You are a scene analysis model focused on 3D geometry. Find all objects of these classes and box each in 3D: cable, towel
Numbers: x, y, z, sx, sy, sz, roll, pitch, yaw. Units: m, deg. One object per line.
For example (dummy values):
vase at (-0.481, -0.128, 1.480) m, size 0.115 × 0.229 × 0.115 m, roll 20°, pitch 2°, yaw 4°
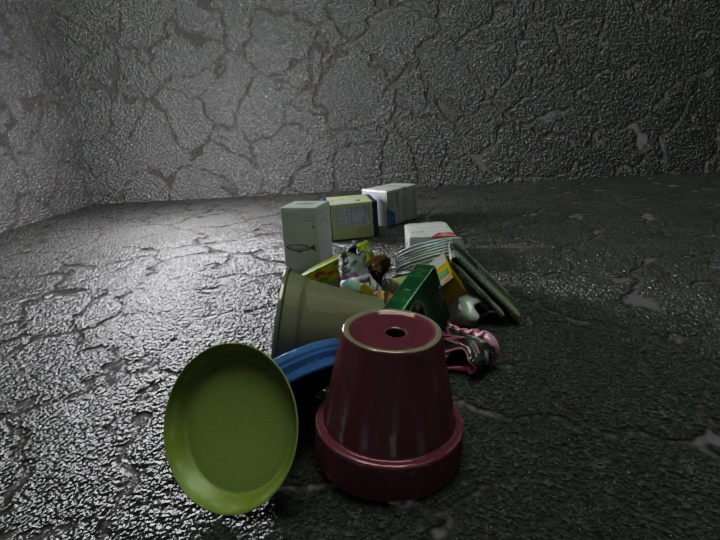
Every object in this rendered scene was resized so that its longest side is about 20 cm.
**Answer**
cable at (0.186, -0.030, 1.377) m, size 0.197 × 0.070 × 0.200 m, roll -19°, pitch -10°, yaw 16°
towel at (0.269, 0.021, 1.176) m, size 0.035 × 0.200 × 0.193 m, roll -46°, pitch 4°, yaw 15°

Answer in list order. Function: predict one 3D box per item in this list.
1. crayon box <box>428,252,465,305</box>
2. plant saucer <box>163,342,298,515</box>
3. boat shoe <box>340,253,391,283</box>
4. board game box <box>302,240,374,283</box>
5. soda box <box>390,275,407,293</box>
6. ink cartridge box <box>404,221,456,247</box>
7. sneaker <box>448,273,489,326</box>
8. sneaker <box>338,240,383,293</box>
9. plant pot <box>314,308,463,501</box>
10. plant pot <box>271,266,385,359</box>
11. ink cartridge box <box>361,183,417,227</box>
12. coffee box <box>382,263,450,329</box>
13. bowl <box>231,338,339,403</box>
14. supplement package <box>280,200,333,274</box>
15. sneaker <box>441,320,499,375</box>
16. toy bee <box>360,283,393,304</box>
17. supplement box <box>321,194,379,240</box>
crayon box at (0.147, 0.042, 1.089) m, size 0.125 × 0.052 × 0.200 m, roll -38°, pitch 9°, yaw 13°
plant saucer at (-0.158, 0.193, 0.651) m, size 0.197 × 0.204 × 0.031 m, roll 3°, pitch -8°, yaw 23°
boat shoe at (0.028, 0.016, 1.385) m, size 0.067 × 0.073 × 0.199 m, roll 14°, pitch 30°, yaw 33°
board game box at (-0.069, -0.007, 1.357) m, size 0.198 × 0.048 × 0.101 m, roll -25°, pitch 7°, yaw 33°
soda box at (0.173, 0.040, 1.274) m, size 0.197 × 0.065 × 0.068 m, roll -11°, pitch 18°, yaw -25°
ink cartridge box at (0.219, -0.092, 1.665) m, size 0.143 × 0.085 × 0.200 m, roll -3°, pitch 17°, yaw 2°
sneaker at (0.233, 0.068, 1.145) m, size 0.098 × 0.079 × 0.201 m, roll 17°, pitch 32°, yaw 9°
sneaker at (0.000, 0.000, 1.216) m, size 0.077 × 0.142 × 0.200 m, roll -14°, pitch -14°, yaw 11°
plant pot at (0.037, 0.157, 0.680) m, size 0.196 × 0.182 × 0.200 m, roll 0°, pitch 19°, yaw 0°
plant pot at (-0.053, 0.105, 0.925) m, size 0.180 × 0.204 × 0.201 m, roll 7°, pitch 16°, yaw -3°
ink cartridge box at (0.125, -0.279, 2.199) m, size 0.143 × 0.150 × 0.198 m, roll 12°, pitch 22°, yaw 42°
coffee box at (0.081, 0.097, 0.885) m, size 0.044 × 0.124 × 0.201 m, roll 7°, pitch 45°, yaw 39°
bowl at (-0.106, 0.166, 0.763) m, size 0.198 × 0.040 × 0.201 m, roll -26°, pitch -18°, yaw -9°
supplement package at (-0.157, -0.099, 1.566) m, size 0.115 × 0.203 × 0.117 m, roll 1°, pitch 17°, yaw 17°
sneaker at (0.146, 0.140, 0.950) m, size 0.198 × 0.080 × 0.095 m, roll 9°, pitch 32°, yaw 39°
toy bee at (-0.013, 0.073, 1.081) m, size 0.198 × 0.131 × 0.109 m, roll -2°, pitch 49°, yaw -40°
supplement box at (-0.043, -0.209, 2.023) m, size 0.196 × 0.137 × 0.200 m, roll -6°, pitch 17°, yaw -7°
